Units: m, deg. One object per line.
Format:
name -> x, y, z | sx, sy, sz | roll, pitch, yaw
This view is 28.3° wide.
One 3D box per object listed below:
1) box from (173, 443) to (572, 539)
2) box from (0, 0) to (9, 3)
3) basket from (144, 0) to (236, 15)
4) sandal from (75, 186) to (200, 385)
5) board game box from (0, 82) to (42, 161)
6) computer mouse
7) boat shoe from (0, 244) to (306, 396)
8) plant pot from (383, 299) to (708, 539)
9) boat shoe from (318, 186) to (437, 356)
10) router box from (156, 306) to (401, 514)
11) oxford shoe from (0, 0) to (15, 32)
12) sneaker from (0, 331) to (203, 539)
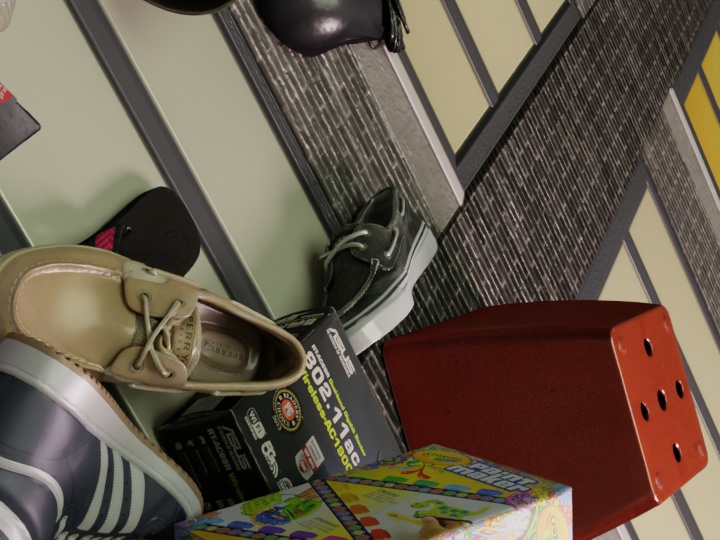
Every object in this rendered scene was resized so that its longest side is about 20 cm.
box -> 0.014, 0.225, 0.796 | 0.192, 0.122, 0.201 | -11, 103, -36
box -> -0.186, -0.174, 0.597 | 0.137, 0.040, 0.200 | 52, 46, 6
basket -> -0.095, -0.281, 0.956 | 0.181, 0.136, 0.200 | 60, 30, -12
sandal -> -0.139, 0.006, 0.830 | 0.075, 0.045, 0.200 | 61, 33, -20
board game box -> -0.243, -0.080, 0.621 | 0.200, 0.061, 0.201 | -32, 105, -55
computer mouse -> -0.012, -0.230, 1.137 | 0.200, 0.053, 0.139 | -35, 107, -58
boat shoe -> -0.111, 0.031, 0.767 | 0.200, 0.065, 0.073 | 20, 78, -47
plant pot -> 0.162, 0.119, 1.136 | 0.200, 0.176, 0.201 | -13, 88, -60
boat shoe -> 0.000, 0.000, 1.048 | 0.071, 0.072, 0.200 | 55, 25, -13
router box -> -0.031, 0.145, 0.922 | 0.201, 0.062, 0.150 | 66, 31, -13
oxford shoe -> -0.195, -0.179, 0.704 | 0.057, 0.075, 0.200 | 6, 38, -20
sneaker -> -0.154, 0.124, 0.733 | 0.109, 0.070, 0.200 | -62, 151, -22
